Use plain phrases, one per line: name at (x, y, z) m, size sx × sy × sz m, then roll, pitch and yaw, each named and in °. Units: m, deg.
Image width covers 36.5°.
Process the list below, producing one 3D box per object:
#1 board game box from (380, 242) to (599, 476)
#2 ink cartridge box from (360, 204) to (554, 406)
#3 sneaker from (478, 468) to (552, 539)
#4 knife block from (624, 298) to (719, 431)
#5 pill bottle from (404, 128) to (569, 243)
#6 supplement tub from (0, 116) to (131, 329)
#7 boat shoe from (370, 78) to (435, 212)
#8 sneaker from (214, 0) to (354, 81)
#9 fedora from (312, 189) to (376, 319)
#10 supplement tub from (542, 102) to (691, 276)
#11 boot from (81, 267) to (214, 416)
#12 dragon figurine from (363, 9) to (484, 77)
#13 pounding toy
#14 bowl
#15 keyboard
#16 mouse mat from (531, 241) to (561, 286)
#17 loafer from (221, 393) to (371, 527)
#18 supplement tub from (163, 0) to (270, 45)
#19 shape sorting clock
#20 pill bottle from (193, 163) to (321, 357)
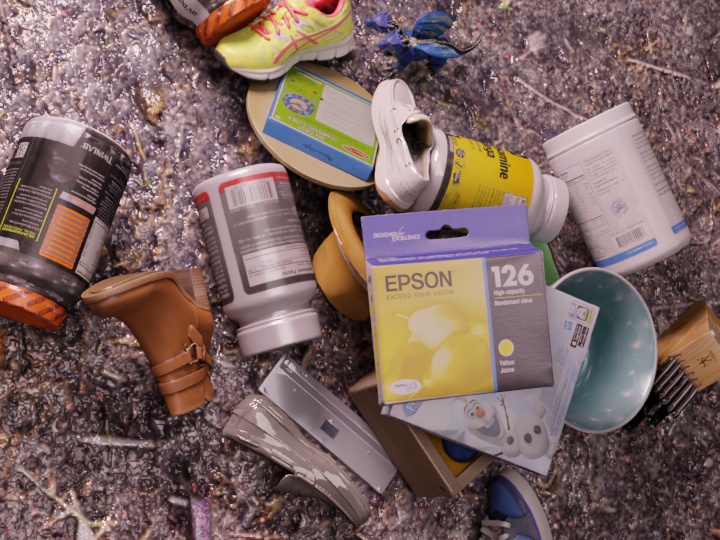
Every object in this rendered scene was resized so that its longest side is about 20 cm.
board game box at (0.147, 0.100, 1.221) m, size 0.197 × 0.043 × 0.203 m, roll 22°, pitch 81°, yaw -12°
ink cartridge box at (0.106, 0.034, 1.173) m, size 0.194 × 0.047 × 0.203 m, roll -5°, pitch 89°, yaw -12°
sneaker at (0.155, 0.355, 1.304) m, size 0.145 × 0.080 × 0.203 m, roll -15°, pitch 92°, yaw -27°
knife block at (0.410, 0.134, 1.466) m, size 0.064 × 0.175 × 0.200 m, roll 54°, pitch 22°, yaw -6°
pill bottle at (0.157, -0.099, 1.370) m, size 0.197 × 0.112 × 0.114 m, roll 14°, pitch 75°, yaw -19°
supplement tub at (-0.329, -0.049, 1.154) m, size 0.121 × 0.122 × 0.203 m, roll 22°, pitch 73°, yaw -16°
boat shoe at (0.059, -0.161, 1.296) m, size 0.070 × 0.069 × 0.202 m, roll 30°, pitch 41°, yaw -35°
sneaker at (-0.090, -0.293, 1.304) m, size 0.199 × 0.091 × 0.078 m, roll -26°, pitch 54°, yaw -34°
fedora at (0.000, 0.000, 1.279) m, size 0.081 × 0.201 × 0.202 m, roll -35°, pitch 96°, yaw 15°
supplement tub at (0.336, -0.102, 1.433) m, size 0.131 × 0.132 × 0.202 m, roll -24°, pitch 90°, yaw -23°
boot at (-0.214, 0.079, 1.166) m, size 0.199 × 0.073 × 0.157 m, roll -7°, pitch 90°, yaw -63°
dragon figurine at (0.089, -0.290, 1.384) m, size 0.197 × 0.099 × 0.060 m, roll -4°, pitch 82°, yaw -22°
pounding toy at (0.115, 0.131, 1.288) m, size 0.199 × 0.142 × 0.185 m, roll -36°, pitch 94°, yaw -25°
bowl at (0.264, 0.100, 1.373) m, size 0.198 × 0.105 × 0.204 m, roll 2°, pitch 85°, yaw -29°
keyboard at (-0.033, 0.183, 1.301) m, size 0.200 × 0.011 × 0.056 m, roll 42°, pitch 74°, yaw -10°
mouse mat at (0.179, 0.031, 1.413) m, size 0.198 × 0.008 × 0.163 m, roll -19°, pitch 88°, yaw -23°
loafer at (-0.073, 0.228, 1.247) m, size 0.200 × 0.070 × 0.070 m, roll 42°, pitch 73°, yaw -1°
supplement tub at (-0.197, -0.375, 1.273) m, size 0.122 × 0.122 × 0.202 m, roll -33°, pitch 93°, yaw -23°
shape sorting clock at (-0.045, -0.175, 1.311) m, size 0.198 × 0.039 × 0.202 m, roll 19°, pitch 43°, yaw -18°
pill bottle at (-0.114, -0.010, 1.245) m, size 0.112 × 0.114 × 0.203 m, roll -13°, pitch 86°, yaw -23°
